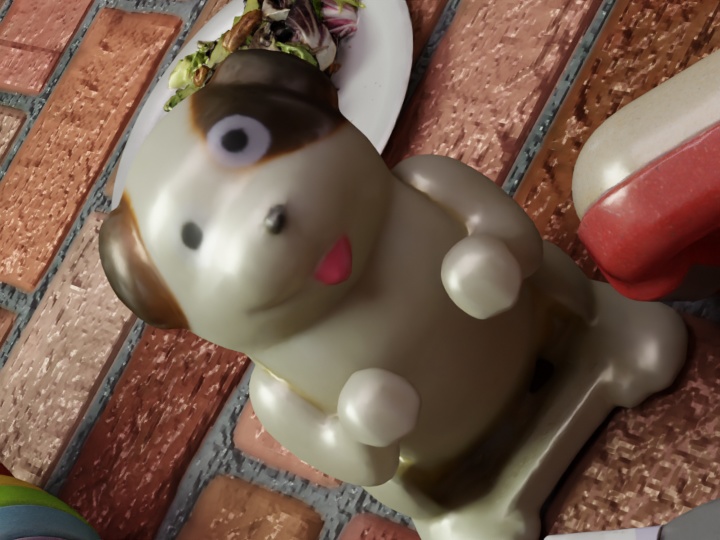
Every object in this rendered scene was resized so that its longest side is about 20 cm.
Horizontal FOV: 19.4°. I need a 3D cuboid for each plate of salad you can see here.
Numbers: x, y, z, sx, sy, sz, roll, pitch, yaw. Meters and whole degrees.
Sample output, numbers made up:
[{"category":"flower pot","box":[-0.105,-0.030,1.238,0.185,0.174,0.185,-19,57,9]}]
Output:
[{"category":"plate of salad","box":[-0.058,-0.076,1.049,0.200,0.048,0.200,-26,46,31]}]

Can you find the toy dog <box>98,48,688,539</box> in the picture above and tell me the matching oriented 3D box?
[{"category":"toy dog","box":[0.000,0.000,0.811,0.140,0.200,0.194,-47,39,8]}]

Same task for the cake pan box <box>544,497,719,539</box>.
[{"category":"cake pan box","box":[0.131,0.170,0.675,0.184,0.052,0.200,-9,57,39]}]

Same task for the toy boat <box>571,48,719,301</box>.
[{"category":"toy boat","box":[0.182,-0.025,0.733,0.200,0.130,0.131,-31,74,27]}]

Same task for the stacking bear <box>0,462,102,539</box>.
[{"category":"stacking bear","box":[-0.167,0.142,0.957,0.121,0.114,0.200,-54,34,0]}]
